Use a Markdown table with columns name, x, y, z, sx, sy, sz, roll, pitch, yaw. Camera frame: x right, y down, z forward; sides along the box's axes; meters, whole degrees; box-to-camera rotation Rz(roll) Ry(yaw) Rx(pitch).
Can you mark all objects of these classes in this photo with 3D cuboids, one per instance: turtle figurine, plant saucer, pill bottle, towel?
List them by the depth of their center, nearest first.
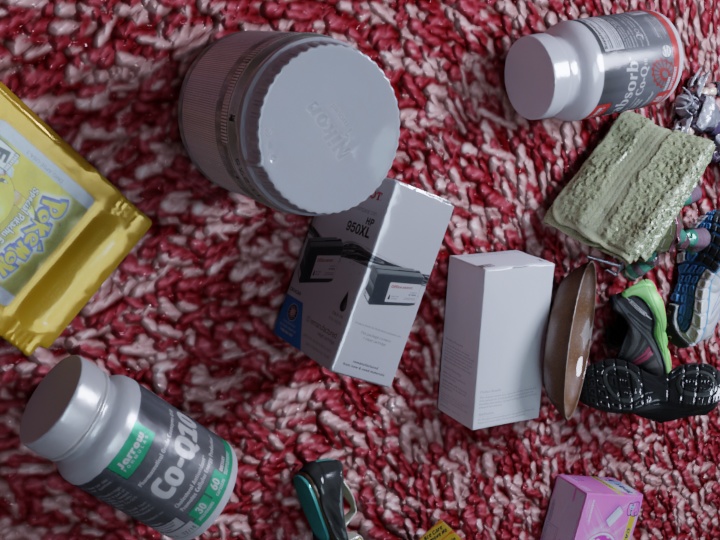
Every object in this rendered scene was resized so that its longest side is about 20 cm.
| name | x | y | z | sx | sy | sz | roll | pitch | yaw |
| --- | --- | --- | --- | --- | --- | --- | --- | --- | --- |
| pill bottle | -0.226 | 0.175 | 0.946 | 0.199 | 0.113 | 0.114 | 40 | 81 | -32 |
| pill bottle | 0.276 | -0.241 | 1.141 | 0.197 | 0.115 | 0.118 | -15 | 110 | -27 |
| towel | 0.334 | -0.106 | 1.187 | 0.201 | 0.147 | 0.037 | -50 | 143 | -15 |
| plant saucer | 0.264 | 0.086 | 1.219 | 0.200 | 0.036 | 0.204 | 8 | 90 | -70 |
| turtle figurine | 0.381 | -0.056 | 1.269 | 0.197 | 0.100 | 0.153 | -12 | 108 | -34 |

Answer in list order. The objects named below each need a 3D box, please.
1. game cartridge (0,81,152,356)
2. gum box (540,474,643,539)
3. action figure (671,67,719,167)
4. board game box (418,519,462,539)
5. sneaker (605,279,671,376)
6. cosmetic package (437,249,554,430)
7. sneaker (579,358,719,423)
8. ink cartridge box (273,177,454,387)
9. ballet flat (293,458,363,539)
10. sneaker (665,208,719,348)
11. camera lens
| name | x | y | z | sx | sy | sz | roll | pitch | yaw |
| --- | --- | --- | --- | --- | --- | --- | --- | --- | --- |
| game cartridge | -0.318 | -0.042 | 0.883 | 0.177 | 0.032 | 0.200 | -51 | 121 | -10 |
| gum box | 0.314 | 0.398 | 1.358 | 0.112 | 0.066 | 0.204 | 10 | 98 | -31 |
| action figure | 0.496 | -0.195 | 1.316 | 0.198 | 0.069 | 0.132 | 26 | 94 | -30 |
| board game box | 0.108 | 0.473 | 1.145 | 0.199 | 0.199 | 0.201 | -38 | 137 | -17 |
| sneaker | 0.383 | 0.100 | 1.332 | 0.082 | 0.077 | 0.203 | -13 | 121 | 9 |
| cosmetic package | 0.165 | 0.082 | 1.180 | 0.111 | 0.081 | 0.204 | -3 | 103 | -31 |
| sneaker | 0.388 | 0.173 | 1.300 | 0.091 | 0.196 | 0.077 | 71 | 27 | -56 |
| ink cartridge box | 0.000 | 0.000 | 1.019 | 0.083 | 0.144 | 0.203 | 18 | 92 | -32 |
| ballet flat | -0.027 | 0.314 | 1.133 | 0.068 | 0.068 | 0.204 | -21 | 113 | -34 |
| sneaker | 0.499 | 0.010 | 1.376 | 0.086 | 0.075 | 0.204 | -1 | 110 | -39 |
| camera lens | -0.073 | -0.142 | 0.904 | 0.158 | 0.199 | 0.163 | -8 | 107 | -29 |
